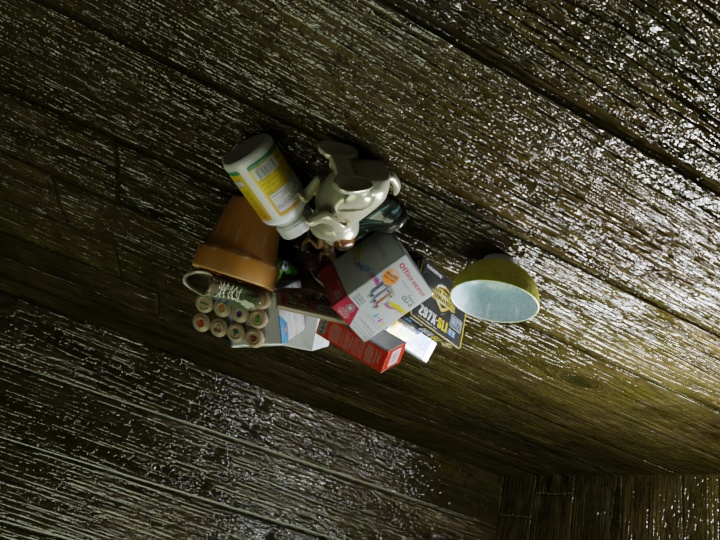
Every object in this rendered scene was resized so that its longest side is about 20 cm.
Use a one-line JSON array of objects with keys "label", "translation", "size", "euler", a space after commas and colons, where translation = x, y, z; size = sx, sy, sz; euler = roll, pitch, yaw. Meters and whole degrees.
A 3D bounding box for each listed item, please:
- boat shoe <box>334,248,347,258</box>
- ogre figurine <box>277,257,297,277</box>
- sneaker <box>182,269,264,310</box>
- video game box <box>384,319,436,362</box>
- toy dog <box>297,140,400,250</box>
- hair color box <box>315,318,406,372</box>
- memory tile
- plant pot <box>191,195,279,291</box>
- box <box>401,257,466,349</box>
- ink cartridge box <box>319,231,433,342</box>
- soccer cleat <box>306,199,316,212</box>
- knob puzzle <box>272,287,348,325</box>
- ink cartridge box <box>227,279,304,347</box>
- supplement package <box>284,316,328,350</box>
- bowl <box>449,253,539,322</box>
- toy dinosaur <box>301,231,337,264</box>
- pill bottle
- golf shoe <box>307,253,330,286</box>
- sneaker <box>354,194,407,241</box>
[{"label": "boat shoe", "translation": [0.000, 0.000, 1.367], "size": [0.199, 0.073, 0.067], "euler": [27, 153, -17]}, {"label": "ogre figurine", "translation": [-0.275, -0.028, 1.464], "size": [0.199, 0.098, 0.120], "euler": [37, 169, -5]}, {"label": "sneaker", "translation": [-0.336, 0.048, 1.257], "size": [0.198, 0.068, 0.090], "euler": [20, 179, 9]}, {"label": "video game box", "translation": [0.148, 0.121, 1.389], "size": [0.199, 0.183, 0.047], "euler": [35, 169, -33]}, {"label": "toy dog", "translation": [-0.034, -0.137, 1.045], "size": [0.193, 0.140, 0.201], "euler": [-9, 146, -35]}, {"label": "hair color box", "translation": [0.001, 0.164, 1.279], "size": [0.199, 0.062, 0.101], "euler": [28, -161, 26]}, {"label": "memory tile", "translation": [-0.324, 0.101, 1.317], "size": [0.198, 0.155, 0.017], "euler": [15, -172, 10]}, {"label": "plant pot", "translation": [-0.271, -0.069, 1.241], "size": [0.198, 0.185, 0.200], "euler": [17, 173, 2]}, {"label": "box", "translation": [0.190, 0.087, 1.323], "size": [0.049, 0.161, 0.200], "euler": [-13, 140, 46]}, {"label": "ink cartridge box", "translation": [0.035, 0.028, 1.202], "size": [0.199, 0.145, 0.146], "euler": [-36, 125, 6]}, {"label": "soccer cleat", "translation": [-0.165, -0.167, 1.168], "size": [0.199, 0.070, 0.078], "euler": [32, 122, -14]}, {"label": "knob puzzle", "translation": [-0.117, 0.069, 1.284], "size": [0.218, 0.031, 0.220], "euler": [16, -169, -3]}, {"label": "ink cartridge box", "translation": [-0.250, 0.111, 1.414], "size": [0.144, 0.148, 0.200], "euler": [-4, -176, 11]}, {"label": "supplement package", "translation": [-0.196, 0.151, 1.612], "size": [0.189, 0.149, 0.200], "euler": [10, 178, 12]}, {"label": "bowl", "translation": [0.309, 0.027, 1.194], "size": [0.198, 0.109, 0.201], "euler": [13, 153, 7]}, {"label": "toy dinosaur", "translation": [-0.093, -0.085, 1.281], "size": [0.105, 0.060, 0.201], "euler": [5, 125, 30]}, {"label": "pill bottle", "translation": [-0.177, -0.165, 1.067], "size": [0.112, 0.113, 0.201], "euler": [-5, 131, 38]}, {"label": "golf shoe", "translation": [-0.074, 0.036, 1.393], "size": [0.200, 0.075, 0.092], "euler": [46, 156, 31]}, {"label": "sneaker", "translation": [0.008, -0.119, 1.157], "size": [0.199, 0.076, 0.079], "euler": [-14, 127, 36]}]
